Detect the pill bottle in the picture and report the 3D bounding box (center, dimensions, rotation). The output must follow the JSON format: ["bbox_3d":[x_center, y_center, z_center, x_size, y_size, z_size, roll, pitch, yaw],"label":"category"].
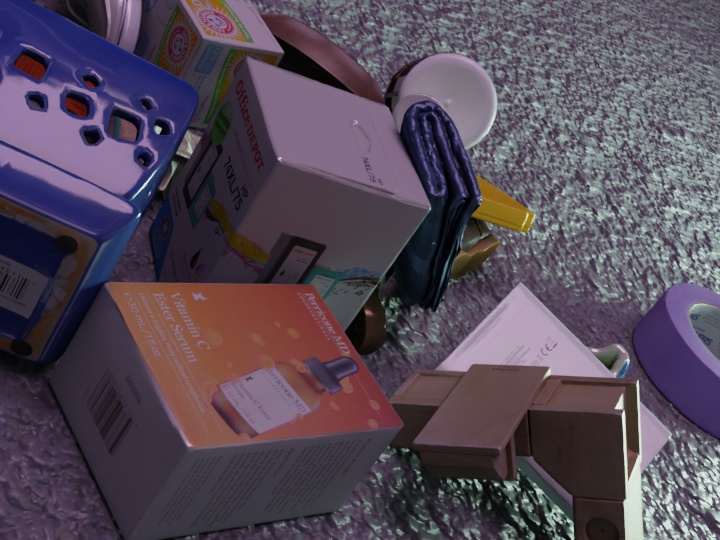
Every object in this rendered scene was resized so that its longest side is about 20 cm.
[{"bbox_3d":[0.081,-0.182,1.412,0.106,0.106,0.200,30,3,-8],"label":"pill bottle"}]

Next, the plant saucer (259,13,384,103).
[{"bbox_3d":[-0.045,-0.224,1.415,0.200,0.037,0.200,36,-3,2],"label":"plant saucer"}]

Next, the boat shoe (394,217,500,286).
[{"bbox_3d":[0.078,-0.021,1.323,0.070,0.070,0.200,48,24,8],"label":"boat shoe"}]

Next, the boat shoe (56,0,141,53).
[{"bbox_3d":[-0.279,-0.306,1.317,0.086,0.075,0.202,7,70,-38],"label":"boat shoe"}]

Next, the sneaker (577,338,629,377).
[{"bbox_3d":[0.179,0.096,1.250,0.200,0.077,0.076,3,45,-39],"label":"sneaker"}]

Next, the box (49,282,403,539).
[{"bbox_3d":[-0.098,0.098,0.945,0.200,0.106,0.152,0,45,-44],"label":"box"}]

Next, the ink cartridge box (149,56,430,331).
[{"bbox_3d":[-0.065,-0.044,1.082,0.146,0.200,0.147,16,35,-29],"label":"ink cartridge box"}]

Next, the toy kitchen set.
[{"bbox_3d":[0.120,0.192,1.064,0.200,0.181,0.163,1,17,22],"label":"toy kitchen set"}]

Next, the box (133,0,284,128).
[{"bbox_3d":[-0.181,-0.253,1.349,0.101,0.113,0.200,3,44,-41],"label":"box"}]

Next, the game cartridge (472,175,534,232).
[{"bbox_3d":[0.075,-0.101,1.401,0.176,0.032,0.200,15,15,-30],"label":"game cartridge"}]

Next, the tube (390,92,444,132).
[{"bbox_3d":[0.047,-0.128,1.251,0.058,0.052,0.200,64,-5,1],"label":"tube"}]

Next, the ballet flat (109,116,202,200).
[{"bbox_3d":[-0.174,-0.100,1.176,0.200,0.068,0.067,30,63,-59],"label":"ballet flat"}]

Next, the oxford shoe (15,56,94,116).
[{"bbox_3d":[-0.273,-0.187,1.229,0.200,0.071,0.073,42,10,5],"label":"oxford shoe"}]

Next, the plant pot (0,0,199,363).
[{"bbox_3d":[-0.253,-0.059,0.932,0.200,0.200,0.180,25,38,-15],"label":"plant pot"}]

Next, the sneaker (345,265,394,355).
[{"bbox_3d":[0.000,0.000,1.215,0.090,0.067,0.200,5,39,-33],"label":"sneaker"}]

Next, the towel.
[{"bbox_3d":[0.059,-0.054,1.140,0.048,0.200,0.112,-10,63,-10],"label":"towel"}]

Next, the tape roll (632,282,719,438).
[{"bbox_3d":[0.414,0.107,1.480,0.200,0.066,0.200,26,31,-17],"label":"tape roll"}]

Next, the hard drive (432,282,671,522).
[{"bbox_3d":[0.176,0.124,1.180,0.200,0.027,0.132,45,61,4],"label":"hard drive"}]
